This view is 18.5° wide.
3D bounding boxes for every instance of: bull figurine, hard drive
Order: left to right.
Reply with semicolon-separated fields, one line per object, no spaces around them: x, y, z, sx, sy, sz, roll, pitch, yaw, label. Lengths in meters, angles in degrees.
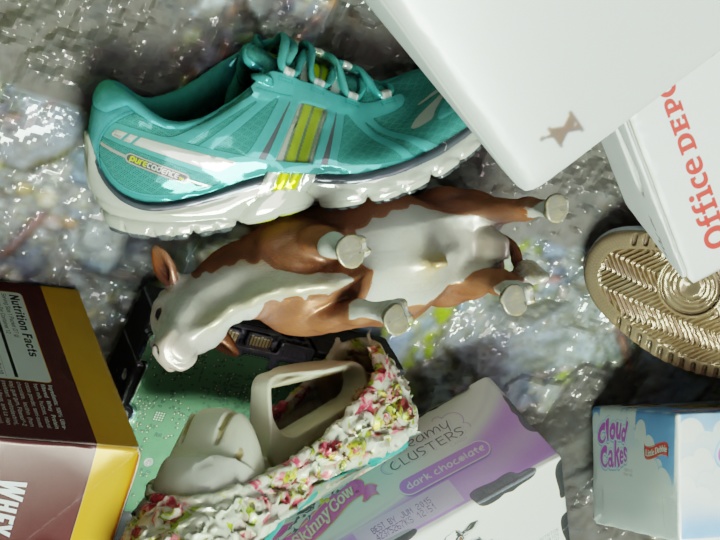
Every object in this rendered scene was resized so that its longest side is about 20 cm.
-0.080;0.110;1.108;0.140;0.038;0.200;12;116;-27;hard drive
0.000;0.000;1.015;0.200;0.121;0.065;-17;103;-32;bull figurine

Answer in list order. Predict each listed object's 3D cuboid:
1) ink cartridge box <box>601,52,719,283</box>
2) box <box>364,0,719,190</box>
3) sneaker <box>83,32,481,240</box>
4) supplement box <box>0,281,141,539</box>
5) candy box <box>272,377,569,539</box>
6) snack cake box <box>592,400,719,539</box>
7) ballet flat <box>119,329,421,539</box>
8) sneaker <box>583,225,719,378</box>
0.207;-0.109;1.050;0.200;0.086;0.147;-27;126;-1;ink cartridge box
0.068;-0.187;0.895;0.200;0.171;0.199;-36;126;4;box
-0.026;-0.069;0.998;0.200;0.078;0.080;-14;113;-14;sneaker
-0.229;0.115;0.995;0.200;0.133;0.197;7;118;-24;supplement box
0.024;0.176;1.135;0.168;0.072;0.200;-27;136;-16;candy box
0.234;0.101;1.159;0.200;0.115;0.067;-1;91;-16;snack cake box
-0.048;0.083;1.005;0.200;0.076;0.064;-31;114;-49;ballet flat
0.217;0.008;1.148;0.200;0.113;0.071;17;117;5;sneaker
